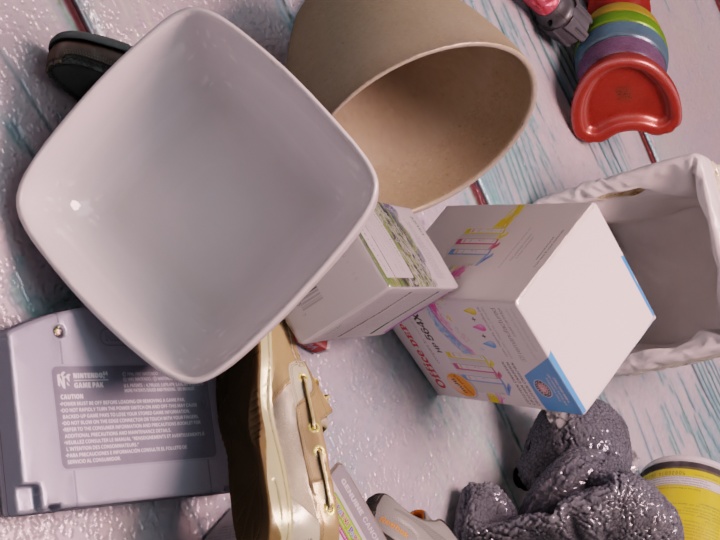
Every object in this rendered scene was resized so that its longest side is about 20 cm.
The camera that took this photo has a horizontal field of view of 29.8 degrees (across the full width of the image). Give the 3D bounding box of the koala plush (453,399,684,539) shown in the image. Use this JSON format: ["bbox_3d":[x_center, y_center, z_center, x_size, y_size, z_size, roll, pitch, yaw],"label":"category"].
[{"bbox_3d":[0.202,0.192,1.231,0.177,0.184,0.200,47,33,-30],"label":"koala plush"}]

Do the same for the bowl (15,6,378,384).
[{"bbox_3d":[-0.103,-0.047,0.897,0.200,0.200,0.075,45,3,11],"label":"bowl"}]

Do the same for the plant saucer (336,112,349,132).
[{"bbox_3d":[0.018,-0.168,1.228,0.200,0.037,0.201,21,61,-45],"label":"plant saucer"}]

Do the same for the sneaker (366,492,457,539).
[{"bbox_3d":[0.069,0.245,1.110,0.200,0.074,0.080,38,45,-37],"label":"sneaker"}]

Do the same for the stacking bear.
[{"bbox_3d":[0.299,-0.257,1.554,0.200,0.121,0.114,-82,161,-45],"label":"stacking bear"}]

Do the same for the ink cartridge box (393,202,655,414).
[{"bbox_3d":[0.121,0.029,1.165,0.125,0.200,0.129,-49,119,-29],"label":"ink cartridge box"}]

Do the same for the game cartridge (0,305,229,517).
[{"bbox_3d":[-0.161,0.091,0.912,0.200,0.040,0.134,5,76,-50],"label":"game cartridge"}]

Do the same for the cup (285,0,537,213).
[{"bbox_3d":[0.019,-0.156,1.073,0.200,0.200,0.143,11,44,-49],"label":"cup"}]

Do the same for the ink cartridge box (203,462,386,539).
[{"bbox_3d":[-0.037,0.267,0.959,0.176,0.084,0.200,-45,112,-51],"label":"ink cartridge box"}]

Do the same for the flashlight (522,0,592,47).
[{"bbox_3d":[0.179,-0.310,1.456,0.200,0.068,0.068,33,63,-40],"label":"flashlight"}]

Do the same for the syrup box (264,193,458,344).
[{"bbox_3d":[0.000,0.000,1.016,0.079,0.081,0.200,60,14,9],"label":"syrup box"}]

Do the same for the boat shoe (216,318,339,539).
[{"bbox_3d":[-0.054,0.105,0.928,0.066,0.074,0.200,11,57,-28],"label":"boat shoe"}]

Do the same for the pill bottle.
[{"bbox_3d":[0.326,0.297,1.376,0.112,0.112,0.200,45,46,-31],"label":"pill bottle"}]

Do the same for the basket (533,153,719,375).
[{"bbox_3d":[0.309,0.002,1.400,0.161,0.198,0.201,4,73,-55],"label":"basket"}]

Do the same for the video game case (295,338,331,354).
[{"bbox_3d":[-0.087,-0.036,1.064,0.200,0.017,0.143,32,53,-40],"label":"video game case"}]

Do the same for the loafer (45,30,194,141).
[{"bbox_3d":[-0.136,-0.101,0.968,0.200,0.072,0.063,26,63,-27],"label":"loafer"}]
